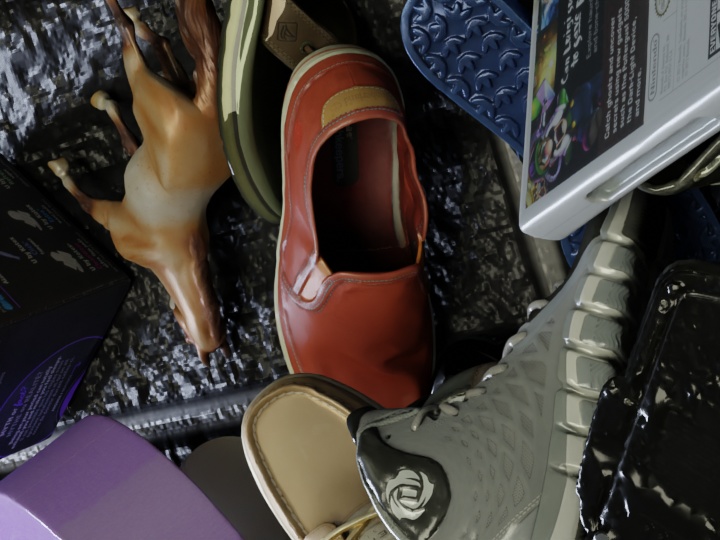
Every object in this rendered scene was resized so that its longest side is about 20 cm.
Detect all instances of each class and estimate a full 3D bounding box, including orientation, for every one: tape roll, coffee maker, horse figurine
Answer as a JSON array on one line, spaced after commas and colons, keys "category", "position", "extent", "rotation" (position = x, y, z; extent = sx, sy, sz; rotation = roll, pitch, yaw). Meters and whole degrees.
[{"category": "tape roll", "position": [-0.095, 0.167, 1.303], "extent": [0.200, 0.066, 0.200], "rotation": [45, 159, 22]}, {"category": "coffee maker", "position": [0.177, 0.055, 1.033], "extent": [0.135, 0.200, 0.192], "rotation": [52, 130, 12]}, {"category": "horse figurine", "position": [-0.094, -0.060, 1.286], "extent": [0.133, 0.050, 0.200], "rotation": [53, 143, 29]}]

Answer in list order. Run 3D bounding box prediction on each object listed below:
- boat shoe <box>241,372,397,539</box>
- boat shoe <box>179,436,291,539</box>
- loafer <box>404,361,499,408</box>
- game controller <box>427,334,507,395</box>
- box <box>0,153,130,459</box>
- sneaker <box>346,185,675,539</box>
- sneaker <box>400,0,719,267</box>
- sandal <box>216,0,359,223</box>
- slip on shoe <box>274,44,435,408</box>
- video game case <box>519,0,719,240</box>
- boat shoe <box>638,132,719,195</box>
[{"category": "boat shoe", "position": [0.020, 0.120, 1.125], "extent": [0.074, 0.069, 0.200], "rotation": [-43, 77, 2]}, {"category": "boat shoe", "position": [-0.007, 0.159, 1.297], "extent": [0.200, 0.072, 0.069], "rotation": [30, 153, 11]}, {"category": "loafer", "position": [0.089, 0.131, 1.167], "extent": [0.063, 0.072, 0.200], "rotation": [-40, 82, 39]}, {"category": "game controller", "position": [0.108, 0.111, 1.207], "extent": [0.200, 0.042, 0.104], "rotation": [33, 122, 26]}, {"category": "box", "position": [-0.231, 0.037, 1.340], "extent": [0.106, 0.200, 0.122], "rotation": [42, 125, 19]}, {"category": "sneaker", "position": [0.053, 0.044, 1.077], "extent": [0.115, 0.075, 0.200], "rotation": [5, 64, 22]}, {"category": "sneaker", "position": [0.096, -0.061, 1.151], "extent": [0.070, 0.078, 0.200], "rotation": [-33, 105, 26]}, {"category": "sandal", "position": [-0.029, -0.112, 1.221], "extent": [0.057, 0.080, 0.201], "rotation": [7, 116, 8]}, {"category": "slip on shoe", "position": [0.000, 0.000, 1.217], "extent": [0.061, 0.074, 0.200], "rotation": [-118, 22, -60]}, {"category": "video game case", "position": [0.114, -0.132, 1.022], "extent": [0.182, 0.023, 0.200], "rotation": [143, 136, -60]}, {"category": "boat shoe", "position": [0.161, -0.108, 1.022], "extent": [0.071, 0.064, 0.200], "rotation": [39, 124, 21]}]
